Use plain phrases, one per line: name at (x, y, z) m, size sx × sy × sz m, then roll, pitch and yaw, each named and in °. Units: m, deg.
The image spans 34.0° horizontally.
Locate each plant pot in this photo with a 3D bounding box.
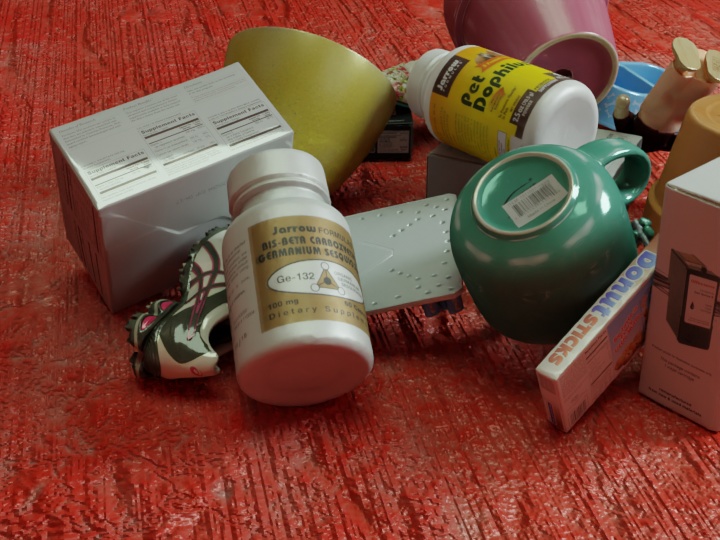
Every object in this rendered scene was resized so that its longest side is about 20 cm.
plant pot at (0.216, -0.280, 1.396) m, size 0.198 × 0.201 × 0.180 m, roll -7°, pitch 47°, yaw -12°
plant pot at (-0.074, -0.152, 1.299) m, size 0.198 × 0.200 × 0.143 m, roll 12°, pitch 73°, yaw 20°
plant pot at (0.402, -0.096, 1.225) m, size 0.198 × 0.141 × 0.201 m, roll 1°, pitch 29°, yaw 0°

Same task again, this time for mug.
mug at (0.157, -0.045, 1.010) m, size 0.151 × 0.115 × 0.186 m, roll 2°, pitch 57°, yaw 28°

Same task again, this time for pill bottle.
pill bottle at (0.142, -0.169, 1.232) m, size 0.109 × 0.110 × 0.199 m, roll -23°, pitch 36°, yaw -35°
pill bottle at (-0.059, 0.002, 0.999) m, size 0.113 × 0.115 × 0.201 m, roll -5°, pitch 58°, yaw -9°

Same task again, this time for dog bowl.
dog bowl at (0.347, -0.223, 1.492) m, size 0.199 × 0.050 × 0.111 m, roll -8°, pitch 40°, yaw -40°

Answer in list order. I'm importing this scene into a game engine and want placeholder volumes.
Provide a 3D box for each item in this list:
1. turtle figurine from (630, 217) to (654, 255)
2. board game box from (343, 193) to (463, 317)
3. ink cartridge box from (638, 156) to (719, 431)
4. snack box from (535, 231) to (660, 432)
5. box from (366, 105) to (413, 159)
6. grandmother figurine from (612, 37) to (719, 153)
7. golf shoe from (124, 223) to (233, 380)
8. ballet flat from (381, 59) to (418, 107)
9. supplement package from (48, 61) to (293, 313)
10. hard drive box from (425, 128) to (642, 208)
turtle figurine at (0.191, -0.002, 1.101) m, size 0.149 × 0.101 × 0.200 m, roll -32°, pitch 57°, yaw -15°
board game box at (0.000, 0.000, 1.125) m, size 0.198 × 0.026 × 0.200 m, roll -12°, pitch 28°, yaw 9°
ink cartridge box at (0.314, 0.007, 0.977) m, size 0.145 × 0.202 × 0.084 m, roll -24°, pitch 37°, yaw -36°
snack box at (0.219, 0.041, 0.979) m, size 0.024 × 0.072 × 0.200 m, roll 28°, pitch 62°, yaw 38°
box at (-0.036, -0.192, 1.490) m, size 0.198 × 0.050 × 0.158 m, roll -1°, pitch 30°, yaw -1°
grandmother figurine at (0.337, -0.169, 1.322) m, size 0.120 × 0.200 × 0.061 m, roll 25°, pitch 53°, yaw -5°
golf shoe at (-0.131, 0.033, 1.068) m, size 0.087 × 0.078 × 0.200 m, roll 10°, pitch 40°, yaw 18°
ballet flat at (0.095, -0.238, 1.487) m, size 0.199 × 0.064 × 0.076 m, roll 2°, pitch 38°, yaw -48°
supplement package at (-0.178, -0.080, 1.131) m, size 0.199 × 0.156 × 0.111 m, roll -24°, pitch 59°, yaw -23°
hard drive box at (0.193, -0.105, 1.307) m, size 0.198 × 0.077 × 0.156 m, roll 15°, pitch 33°, yaw 24°
